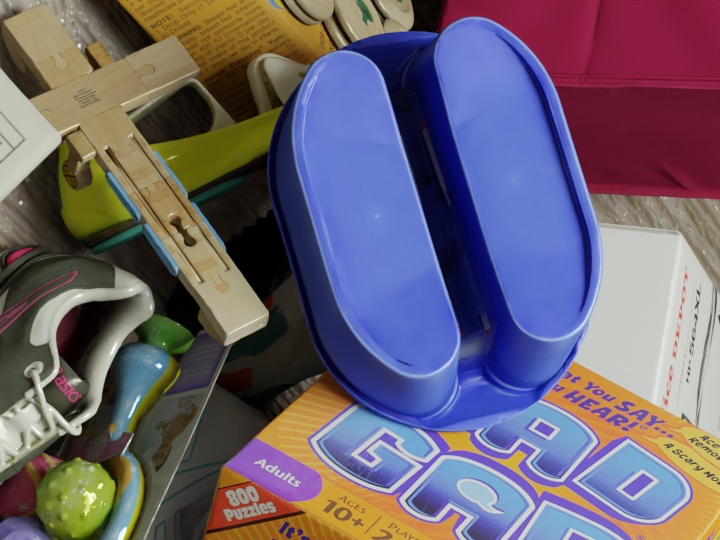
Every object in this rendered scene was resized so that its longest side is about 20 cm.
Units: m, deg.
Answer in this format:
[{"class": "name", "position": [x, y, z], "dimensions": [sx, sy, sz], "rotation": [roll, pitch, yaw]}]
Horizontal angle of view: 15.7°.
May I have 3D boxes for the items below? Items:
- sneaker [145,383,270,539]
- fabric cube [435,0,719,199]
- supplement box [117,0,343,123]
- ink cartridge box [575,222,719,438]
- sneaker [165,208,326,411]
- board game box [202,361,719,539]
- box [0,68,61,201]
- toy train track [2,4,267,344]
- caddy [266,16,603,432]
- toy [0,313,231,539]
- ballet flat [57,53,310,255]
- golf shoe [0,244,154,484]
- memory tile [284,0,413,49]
[{"class": "sneaker", "position": [-0.116, 0.134, 1.295], "dimensions": [0.080, 0.070, 0.200], "rotation": [44, 54, -19]}, {"class": "fabric cube", "position": [0.176, -0.164, 1.501], "dimensions": [0.196, 0.200, 0.200], "rotation": [35, 63, -60]}, {"class": "supplement box", "position": [-0.054, -0.124, 1.350], "dimensions": [0.200, 0.069, 0.067], "rotation": [44, 28, -37]}, {"class": "ink cartridge box", "position": [0.159, 0.070, 1.538], "dimensions": [0.200, 0.084, 0.146], "rotation": [43, 55, -66]}, {"class": "sneaker", "position": [0.000, 0.000, 1.366], "dimensions": [0.200, 0.070, 0.093], "rotation": [-34, 132, 1]}, {"class": "board game box", "position": [0.045, 0.168, 1.295], "dimensions": [0.200, 0.200, 0.200], "rotation": [-41, 154, -49]}, {"class": "box", "position": [-0.246, -0.027, 1.083], "dimensions": [0.128, 0.109, 0.200], "rotation": [49, 52, -9]}, {"class": "toy train track", "position": [-0.110, -0.043, 1.245], "dimensions": [0.115, 0.033, 0.200], "rotation": [-27, 67, -25]}, {"class": "caddy", "position": [0.035, -0.024, 1.240], "dimensions": [0.141, 0.105, 0.200], "rotation": [-15, 79, -7]}, {"class": "toy", "position": [-0.138, 0.103, 1.229], "dimensions": [0.047, 0.115, 0.200], "rotation": [42, 59, -25]}, {"class": "ballet flat", "position": [-0.059, -0.070, 1.306], "dimensions": [0.200, 0.067, 0.067], "rotation": [-20, 88, -10]}, {"class": "golf shoe", "position": [-0.175, 0.065, 1.204], "dimensions": [0.077, 0.088, 0.200], "rotation": [55, 52, -34]}, {"class": "memory tile", "position": [-0.026, -0.182, 1.372], "dimensions": [0.200, 0.017, 0.153], "rotation": [35, 34, -49]}]
